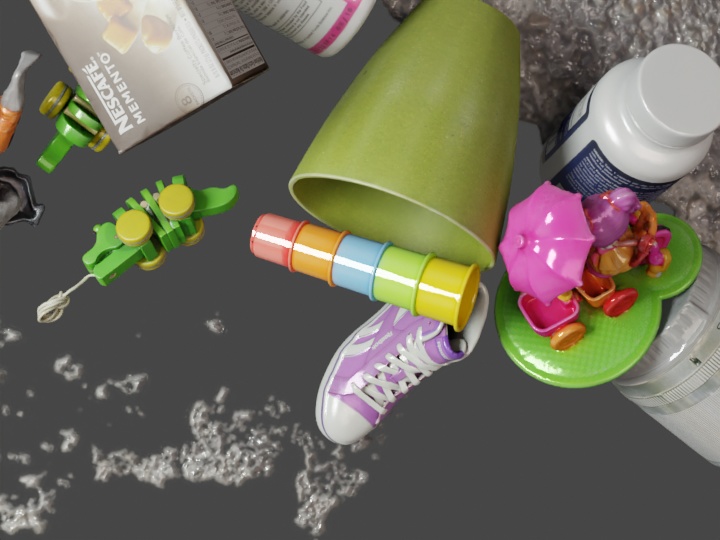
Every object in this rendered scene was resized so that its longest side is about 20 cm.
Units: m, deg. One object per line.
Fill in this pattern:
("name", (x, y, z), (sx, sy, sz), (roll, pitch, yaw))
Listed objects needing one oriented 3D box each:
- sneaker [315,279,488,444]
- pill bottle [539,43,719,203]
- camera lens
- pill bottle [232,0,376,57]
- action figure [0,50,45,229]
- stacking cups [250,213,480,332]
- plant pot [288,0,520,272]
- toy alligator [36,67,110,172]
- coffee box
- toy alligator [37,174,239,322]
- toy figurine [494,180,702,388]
("sneaker", (0.038, 0.079, 1.160), (0.072, 0.114, 0.201), (36, 88, -22))
("pill bottle", (0.240, -0.118, 1.134), (0.110, 0.200, 0.112), (4, 73, -12))
("camera lens", (0.332, 0.081, 1.232), (0.200, 0.160, 0.160), (36, 87, -20))
("pill bottle", (-0.084, -0.269, 1.057), (0.199, 0.113, 0.114), (27, 90, -20))
("action figure", (-0.343, -0.084, 1.003), (0.198, 0.105, 0.195), (4, 112, -14))
("stacking cups", (0.000, 0.000, 1.114), (0.199, 0.060, 0.061), (14, 96, 16))
("plant pot", (0.060, -0.127, 1.112), (0.186, 0.187, 0.201), (26, 76, -21))
("toy alligator", (-0.200, -0.164, 1.060), (0.059, 0.054, 0.201), (37, 87, -21))
("coffee box", (-0.173, -0.206, 0.971), (0.114, 0.080, 0.201), (-25, 100, 24))
("toy alligator", (-0.197, -0.030, 1.097), (0.199, 0.059, 0.054), (-33, 66, -9))
("toy figurine", (0.192, -0.013, 1.079), (0.199, 0.184, 0.151), (-31, 63, 2))
